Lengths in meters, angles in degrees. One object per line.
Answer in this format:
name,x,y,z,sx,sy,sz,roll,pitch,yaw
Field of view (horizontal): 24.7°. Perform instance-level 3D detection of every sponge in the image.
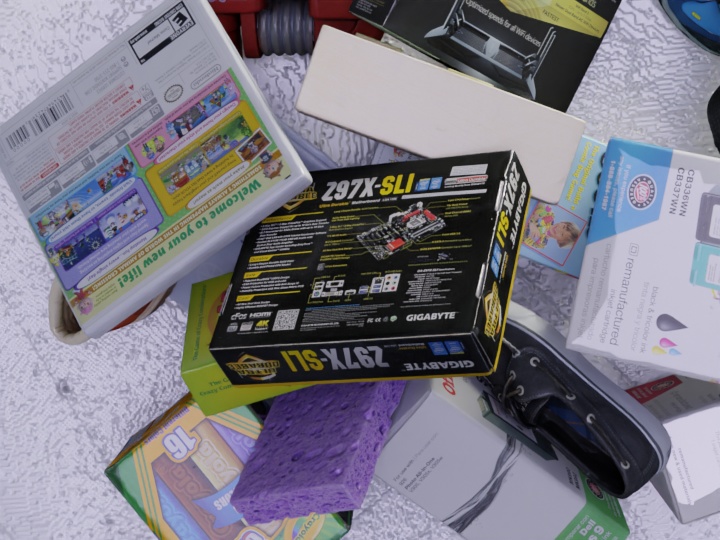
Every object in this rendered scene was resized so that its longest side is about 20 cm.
sponge,-0.017,0.093,1.205,0.111,0.201,0.030,-17,126,39

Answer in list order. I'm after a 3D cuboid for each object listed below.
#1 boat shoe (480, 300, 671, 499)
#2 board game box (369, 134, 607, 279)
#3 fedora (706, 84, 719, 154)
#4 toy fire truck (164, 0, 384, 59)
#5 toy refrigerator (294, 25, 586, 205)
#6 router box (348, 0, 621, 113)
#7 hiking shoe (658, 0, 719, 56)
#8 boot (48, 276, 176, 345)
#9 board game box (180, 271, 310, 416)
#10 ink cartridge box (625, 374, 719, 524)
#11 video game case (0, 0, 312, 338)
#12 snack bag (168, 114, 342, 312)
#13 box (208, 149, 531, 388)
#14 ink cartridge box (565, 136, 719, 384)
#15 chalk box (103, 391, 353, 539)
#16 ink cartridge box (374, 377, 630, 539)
boat shoe,0.135,0.089,1.200,0.199,0.057,0.069,36,140,17
board game box,0.109,-0.073,1.275,0.198,0.103,0.106,22,94,-1
fedora,0.333,-0.115,1.255,0.201,0.200,0.091,52,134,-4
toy fire truck,-0.063,-0.177,1.273,0.174,0.129,0.202,1,123,4
toy refrigerator,0.057,-0.114,1.184,0.198,0.076,0.071,20,94,0
router box,0.107,-0.220,1.235,0.199,0.052,0.158,24,96,-38
hiking shoe,0.254,-0.254,1.264,0.074,0.087,0.201,-28,95,4
boot,-0.167,-0.024,1.234,0.075,0.107,0.201,40,121,13
board game box,-0.029,0.031,1.196,0.198,0.102,0.048,-17,127,13
ink cartridge box,0.316,0.112,1.268,0.198,0.147,0.084,-19,95,2
video game case,-0.157,-0.080,1.192,0.199,0.022,0.183,-35,69,9
snack bag,-0.108,-0.043,1.271,0.188,0.021,0.201,36,124,8
box,0.008,-0.001,1.126,0.198,0.161,0.050,-5,137,25
ink cartridge box,0.257,0.004,1.134,0.198,0.146,0.149,12,91,12
chalk box,-0.086,0.185,1.294,0.124,0.125,0.201,-38,93,4
ink cartridge box,0.095,0.138,1.248,0.199,0.146,0.084,36,107,-18
